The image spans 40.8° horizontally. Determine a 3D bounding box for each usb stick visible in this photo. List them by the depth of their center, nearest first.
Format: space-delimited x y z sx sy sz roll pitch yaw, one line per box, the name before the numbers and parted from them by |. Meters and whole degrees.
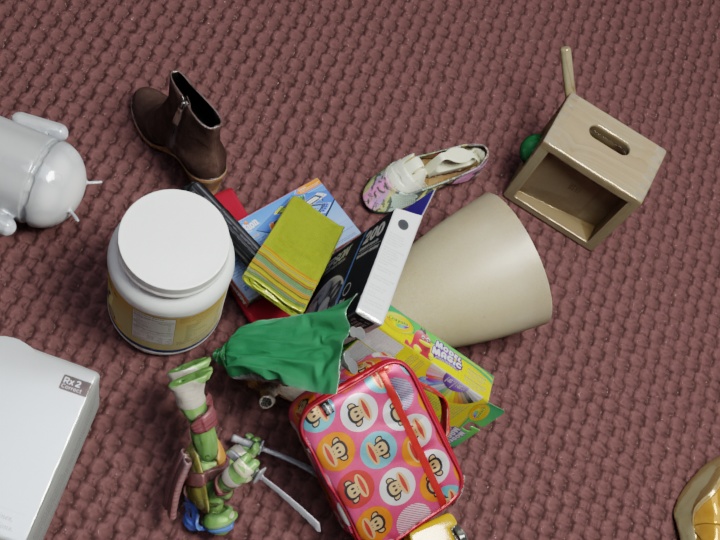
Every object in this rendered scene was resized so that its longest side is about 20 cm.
usb stick | -0.149 -0.034 1.216 0.033 0.055 0.200 -44 84 -5

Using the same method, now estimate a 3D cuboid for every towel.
towel | -0.080 -0.023 1.215 0.086 0.018 0.200 37 36 -9

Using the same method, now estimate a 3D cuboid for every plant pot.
plant pot | 0.112 0.026 1.248 0.199 0.187 0.188 -25 74 -9

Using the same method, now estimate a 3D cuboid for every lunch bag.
lunch bag | 0.029 0.201 1.120 0.176 0.082 0.201 -29 103 -14

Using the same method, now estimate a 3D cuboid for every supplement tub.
supplement tub | -0.225 0.004 1.139 0.144 0.200 0.145 6 65 -12

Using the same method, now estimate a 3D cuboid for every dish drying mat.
dish drying mat | -0.153 -0.014 1.269 0.077 0.018 0.200 -25 74 -26

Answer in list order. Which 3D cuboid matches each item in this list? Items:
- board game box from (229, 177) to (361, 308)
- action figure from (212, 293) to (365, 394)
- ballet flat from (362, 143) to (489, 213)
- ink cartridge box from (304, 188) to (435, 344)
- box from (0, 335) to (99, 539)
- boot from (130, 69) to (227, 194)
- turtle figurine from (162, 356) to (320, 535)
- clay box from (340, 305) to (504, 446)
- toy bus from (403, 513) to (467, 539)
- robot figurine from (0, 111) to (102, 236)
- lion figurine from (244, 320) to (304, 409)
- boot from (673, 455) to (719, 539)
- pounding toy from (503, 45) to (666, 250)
board game box | -0.102 -0.040 1.280 0.200 0.019 0.103 -32 80 -32
action figure | -0.091 0.092 1.102 0.055 0.199 0.119 46 49 -43
ballet flat | 0.095 -0.141 1.360 0.199 0.071 0.069 -21 74 -21
ink cartridge box | 0.000 0.000 1.203 0.043 0.198 0.201 32 61 -15
box | -0.412 0.183 1.051 0.198 0.131 0.201 20 63 -5
boot | -0.233 -0.205 1.245 0.072 0.167 0.200 -30 69 -24
turtle figurine | -0.137 0.193 1.101 0.144 0.199 0.195 -41 115 -65
clay box | 0.071 0.132 1.190 0.200 0.115 0.048 34 43 -13
toy bus | 0.115 0.390 1.126 0.065 0.078 0.201 -20 73 -20
robot figurine | -0.426 -0.123 1.192 0.199 0.113 0.170 22 64 -4
lion figurine | -0.070 0.143 1.190 0.200 0.122 0.073 33 95 -16
boot | 0.472 0.356 1.248 0.144 0.071 0.201 39 66 -2
pounding toy | 0.308 -0.169 1.364 0.200 0.184 0.142 32 63 1
